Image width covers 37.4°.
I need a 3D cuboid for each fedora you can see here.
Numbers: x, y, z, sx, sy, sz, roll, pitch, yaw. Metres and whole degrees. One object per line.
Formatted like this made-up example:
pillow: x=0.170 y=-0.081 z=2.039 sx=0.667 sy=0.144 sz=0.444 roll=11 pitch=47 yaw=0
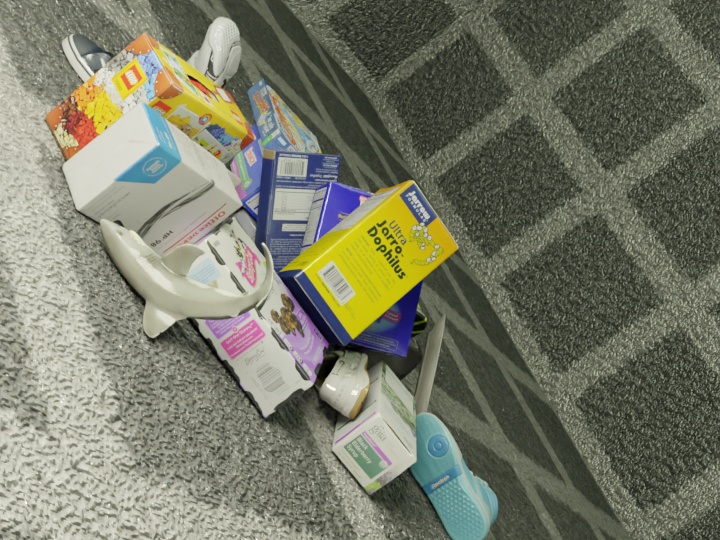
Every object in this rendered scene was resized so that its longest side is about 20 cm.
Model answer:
fedora: x=0.032 y=0.109 z=1.670 sx=0.201 sy=0.090 sz=0.177 roll=53 pitch=12 yaw=-8

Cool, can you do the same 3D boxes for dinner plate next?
dinner plate: x=0.104 y=0.165 z=1.678 sx=0.024 sy=0.202 sz=0.200 roll=14 pitch=12 yaw=3

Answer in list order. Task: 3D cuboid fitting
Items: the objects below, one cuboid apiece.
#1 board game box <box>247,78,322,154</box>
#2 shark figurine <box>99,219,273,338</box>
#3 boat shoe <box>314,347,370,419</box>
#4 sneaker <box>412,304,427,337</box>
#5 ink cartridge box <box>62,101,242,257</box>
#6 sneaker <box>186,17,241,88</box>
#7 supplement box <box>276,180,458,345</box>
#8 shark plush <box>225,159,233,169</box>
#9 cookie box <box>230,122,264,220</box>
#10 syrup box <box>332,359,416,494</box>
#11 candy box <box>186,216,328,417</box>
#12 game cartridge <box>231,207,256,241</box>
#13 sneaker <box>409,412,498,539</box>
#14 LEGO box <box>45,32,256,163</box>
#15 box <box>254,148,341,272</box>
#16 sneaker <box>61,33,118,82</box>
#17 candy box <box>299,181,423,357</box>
board game box: x=-0.103 y=-0.190 z=1.573 sx=0.135 sy=0.034 sz=0.201 roll=46 pitch=13 yaw=-33
shark figurine: x=-0.170 y=0.033 z=1.049 sx=0.090 sy=0.213 sz=0.129 roll=-54 pitch=147 yaw=-40
boat shoe: x=-0.032 y=0.132 z=1.396 sx=0.069 sy=0.071 sz=0.200 roll=26 pitch=4 yaw=-8
sneaker: x=0.018 y=0.032 z=1.563 sx=0.200 sy=0.075 sz=0.077 roll=39 pitch=23 yaw=-42
ink cartridge box: x=-0.212 y=-0.084 z=1.163 sx=0.200 sy=0.115 sz=0.067 roll=36 pitch=21 yaw=-56
sneaker: x=-0.231 y=-0.259 z=1.422 sx=0.114 sy=0.201 sz=0.075 roll=25 pitch=41 yaw=8
supplement box: x=0.005 y=-0.008 z=1.345 sx=0.110 sy=0.200 sz=0.109 roll=54 pitch=-17 yaw=-11
shark plush: x=-0.214 y=-0.117 z=1.482 sx=0.200 sy=0.090 sz=0.084 roll=180 pitch=-107 yaw=-79
cookie box: x=-0.104 y=-0.101 z=1.586 sx=0.200 sy=0.075 sz=0.172 roll=47 pitch=13 yaw=-34
syrup box: x=0.021 y=0.200 z=1.386 sx=0.079 sy=0.081 sz=0.200 roll=50 pitch=12 yaw=-10
candy box: x=-0.129 y=0.048 z=1.231 sx=0.201 sy=0.071 sz=0.168 roll=54 pitch=11 yaw=-7
game cartridge: x=-0.115 y=-0.009 z=1.555 sx=0.201 sy=0.040 sz=0.133 roll=53 pitch=8 yaw=-6
sneaker: x=0.137 y=0.306 z=1.578 sx=0.202 sy=0.079 sz=0.130 roll=67 pitch=16 yaw=13
LEGO box: x=-0.234 y=-0.163 z=1.215 sx=0.078 sy=0.148 sz=0.200 roll=58 pitch=12 yaw=20
box: x=-0.089 y=-0.063 z=1.465 sx=0.120 sy=0.202 sz=0.032 roll=-1 pitch=10 yaw=-43
sneaker: x=-0.293 y=-0.236 z=1.371 sx=0.200 sy=0.079 sz=0.079 roll=50 pitch=13 yaw=-14
candy box: x=0.000 y=0.000 z=1.443 sx=0.168 sy=0.202 sz=0.077 roll=17 pitch=-7 yaw=-21
